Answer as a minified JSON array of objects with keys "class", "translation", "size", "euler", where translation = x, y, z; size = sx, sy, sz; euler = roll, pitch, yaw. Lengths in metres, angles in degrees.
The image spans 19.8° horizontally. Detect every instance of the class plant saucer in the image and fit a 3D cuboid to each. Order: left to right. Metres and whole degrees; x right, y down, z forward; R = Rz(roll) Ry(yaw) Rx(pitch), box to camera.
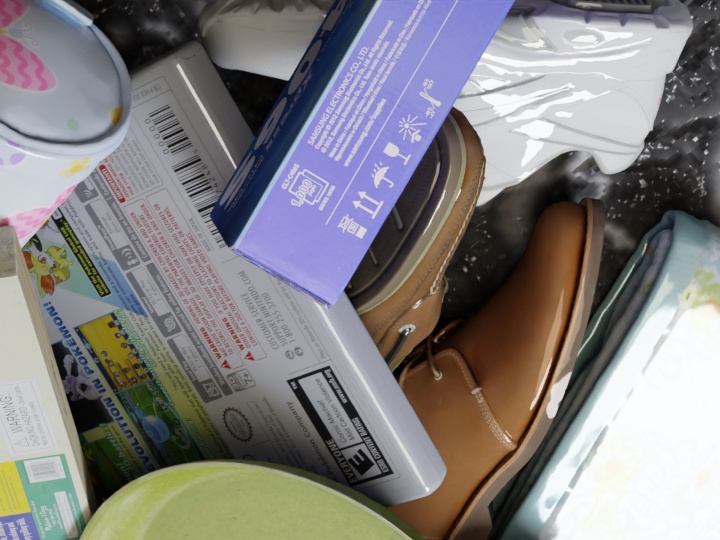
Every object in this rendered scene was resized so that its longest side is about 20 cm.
[{"class":"plant saucer","translation":[-0.026,0.155,0.856],"size":[0.199,0.031,0.201],"euler":[12,123,19]}]

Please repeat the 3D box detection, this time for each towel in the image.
[{"class":"towel","translation":[0.162,0.090,0.930],"size":[0.171,0.048,0.200],"euler":[24,110,-15]}]

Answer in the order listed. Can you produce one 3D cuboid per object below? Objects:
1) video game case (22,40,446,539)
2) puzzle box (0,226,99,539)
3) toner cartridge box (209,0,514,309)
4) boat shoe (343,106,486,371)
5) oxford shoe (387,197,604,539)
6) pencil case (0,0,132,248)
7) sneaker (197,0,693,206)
[{"class":"video game case","translation":[-0.084,0.026,0.845],"size":[0.182,0.022,0.200],"euler":[-21,106,36]},{"class":"puzzle box","translation":[-0.181,0.061,0.803],"size":[0.133,0.025,0.200],"euler":[-9,144,-4]},{"class":"toner cartridge box","translation":[0.017,-0.089,0.728],"size":[0.043,0.095,0.200],"euler":[30,92,-13]},{"class":"boat shoe","translation":[0.000,0.000,0.854],"size":[0.068,0.072,0.200],"euler":[-3,146,-39]},{"class":"oxford shoe","translation":[0.045,0.051,0.895],"size":[0.071,0.071,0.200],"euler":[23,111,-8]},{"class":"pencil case","translation":[-0.166,-0.023,0.791],"size":[0.083,0.091,0.200],"euler":[42,129,-4]},{"class":"sneaker","translation":[0.032,-0.072,0.840],"size":[0.199,0.078,0.100],"euler":[5,116,-4]}]
